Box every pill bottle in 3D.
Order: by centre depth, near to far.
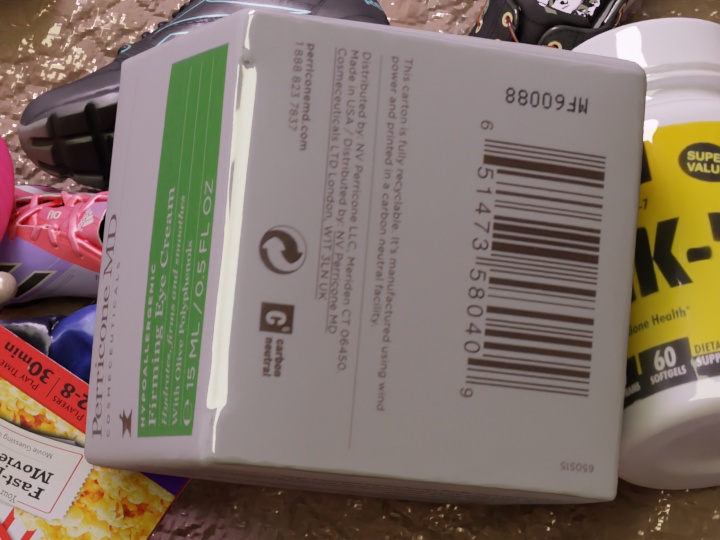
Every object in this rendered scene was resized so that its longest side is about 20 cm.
[{"bbox_3d":[0.152,-0.009,1.393,0.114,0.114,0.200,-14,65,8],"label":"pill bottle"}]

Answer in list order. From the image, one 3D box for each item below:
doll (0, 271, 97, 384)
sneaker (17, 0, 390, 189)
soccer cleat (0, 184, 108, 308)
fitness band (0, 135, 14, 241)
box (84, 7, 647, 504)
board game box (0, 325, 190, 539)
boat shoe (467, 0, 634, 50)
[{"bbox_3d":[-0.151,0.065,1.461,0.200,0.048,0.137,-9,96,18],"label":"doll"},{"bbox_3d":[-0.079,-0.100,1.515,0.200,0.075,0.079,-15,53,-6],"label":"sneaker"},{"bbox_3d":[-0.144,-0.017,1.489,0.200,0.073,0.068,7,70,16],"label":"soccer cleat"},{"bbox_3d":[-0.257,-0.006,1.497,0.200,0.037,0.144,-44,41,7],"label":"fitness band"},{"bbox_3d":[0.000,0.000,1.334,0.200,0.171,0.199,7,84,-21],"label":"box"},{"bbox_3d":[-0.192,0.131,1.383,0.151,0.046,0.200,33,74,0],"label":"board game box"},{"bbox_3d":[0.087,-0.117,1.483,0.074,0.063,0.201,28,79,19],"label":"boat shoe"}]
